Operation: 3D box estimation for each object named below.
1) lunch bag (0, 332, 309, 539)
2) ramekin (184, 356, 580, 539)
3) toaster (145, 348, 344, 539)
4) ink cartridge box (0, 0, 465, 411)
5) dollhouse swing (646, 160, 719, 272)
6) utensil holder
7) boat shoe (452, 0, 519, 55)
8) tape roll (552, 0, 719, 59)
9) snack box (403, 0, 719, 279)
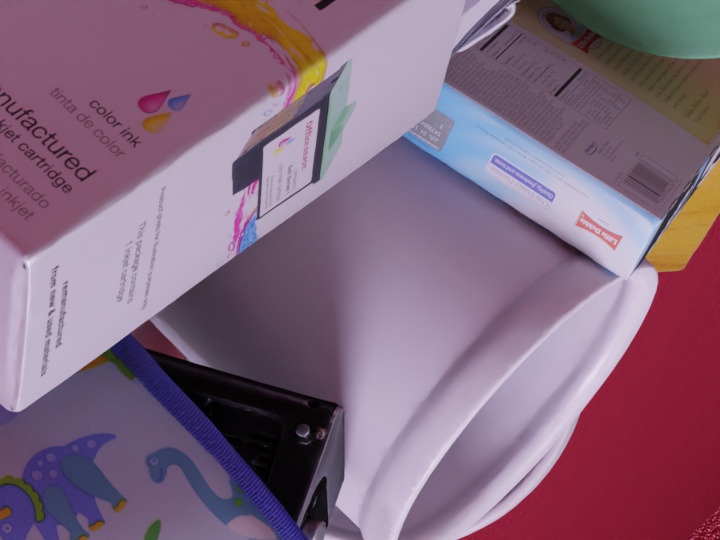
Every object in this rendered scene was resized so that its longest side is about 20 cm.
[{"bbox_3d":[-0.112,0.115,0.754,0.170,0.200,0.128,-40,159,-22],"label":"lunch bag"},{"bbox_3d":[0.019,0.035,1.161,0.200,0.200,0.105,-50,172,7],"label":"ramekin"},{"bbox_3d":[-0.116,0.124,0.895,0.119,0.198,0.182,79,28,-64],"label":"toaster"},{"bbox_3d":[-0.082,-0.073,0.748,0.200,0.145,0.084,-37,158,-33],"label":"ink cartridge box"},{"bbox_3d":[0.148,-0.130,1.305,0.180,0.177,0.201,-2,139,-26],"label":"dollhouse swing"},{"bbox_3d":[0.000,0.000,1.017,0.170,0.200,0.170,-43,163,-17],"label":"utensil holder"},{"bbox_3d":[0.026,-0.114,0.896,0.068,0.072,0.200,-27,171,-44],"label":"boat shoe"},{"bbox_3d":[0.139,-0.188,0.947,0.048,0.200,0.201,-24,151,-53],"label":"tape roll"},{"bbox_3d":[0.107,-0.082,1.012,0.200,0.116,0.037,-45,165,-52],"label":"snack box"}]
